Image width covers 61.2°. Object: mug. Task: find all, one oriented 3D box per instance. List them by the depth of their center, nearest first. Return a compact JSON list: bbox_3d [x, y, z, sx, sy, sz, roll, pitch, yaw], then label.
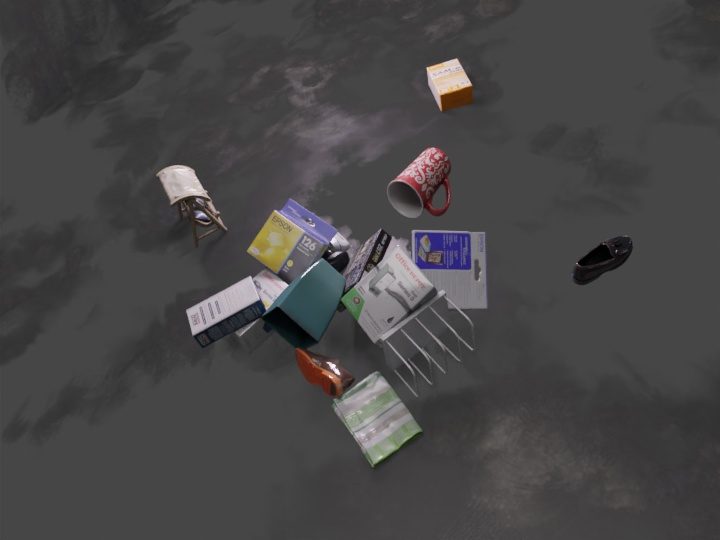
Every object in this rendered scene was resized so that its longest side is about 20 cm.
[{"bbox_3d":[0.200,-0.261,1.882,0.201,0.179,0.132,-49,17,-32],"label":"mug"}]

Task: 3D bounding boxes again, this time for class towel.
[{"bbox_3d":[0.036,0.343,1.431,0.147,0.031,0.200,-32,48,-11],"label":"towel"}]

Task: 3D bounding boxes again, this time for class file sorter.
[{"bbox_3d":[0.169,0.181,1.462,0.198,0.140,0.124,-35,51,-16],"label":"file sorter"}]

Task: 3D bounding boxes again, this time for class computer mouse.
[{"bbox_3d":[-0.105,0.019,1.736,0.200,0.059,0.034,-45,49,-10],"label":"computer mouse"}]

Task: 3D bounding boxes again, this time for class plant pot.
[{"bbox_3d":[-0.135,0.079,1.603,0.202,0.141,0.141,-56,13,-29],"label":"plant pot"}]

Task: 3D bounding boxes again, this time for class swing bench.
[{"bbox_3d":[-0.556,-0.226,2.005,0.128,0.203,0.200,-29,47,-11],"label":"swing bench"}]

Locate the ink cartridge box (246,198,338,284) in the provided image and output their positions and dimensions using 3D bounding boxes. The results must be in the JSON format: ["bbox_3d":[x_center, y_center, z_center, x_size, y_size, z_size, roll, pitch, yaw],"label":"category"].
[{"bbox_3d":[-0.195,-0.082,1.731,0.195,0.047,0.203,32,88,23],"label":"ink cartridge box"}]

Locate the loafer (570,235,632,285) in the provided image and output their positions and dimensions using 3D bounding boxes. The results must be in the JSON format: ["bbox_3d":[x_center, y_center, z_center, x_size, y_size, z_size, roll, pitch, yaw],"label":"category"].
[{"bbox_3d":[0.626,-0.036,1.565,0.197,0.064,0.072,-33,48,-13],"label":"loafer"}]

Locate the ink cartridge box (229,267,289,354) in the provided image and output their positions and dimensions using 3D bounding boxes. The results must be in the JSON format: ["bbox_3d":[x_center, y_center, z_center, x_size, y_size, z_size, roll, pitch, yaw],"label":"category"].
[{"bbox_3d":[-0.285,0.108,1.701,0.199,0.089,0.144,-39,49,-19],"label":"ink cartridge box"}]

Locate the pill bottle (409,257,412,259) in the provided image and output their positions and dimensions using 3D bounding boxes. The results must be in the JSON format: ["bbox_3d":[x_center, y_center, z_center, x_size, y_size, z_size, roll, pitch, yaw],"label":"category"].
[{"bbox_3d":[0.147,0.019,1.634,0.195,0.108,0.108,-15,46,2],"label":"pill bottle"}]

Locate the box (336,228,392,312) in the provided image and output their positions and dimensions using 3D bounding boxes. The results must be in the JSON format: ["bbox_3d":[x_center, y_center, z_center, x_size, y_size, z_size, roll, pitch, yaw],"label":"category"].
[{"bbox_3d":[0.000,0.000,1.671,0.161,0.049,0.203,-36,24,50],"label":"box"}]

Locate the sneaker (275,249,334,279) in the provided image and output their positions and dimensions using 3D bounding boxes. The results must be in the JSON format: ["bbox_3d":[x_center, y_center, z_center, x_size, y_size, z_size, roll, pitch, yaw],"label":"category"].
[{"bbox_3d":[-0.168,-0.021,1.773,0.194,0.081,0.076,-13,73,10],"label":"sneaker"}]

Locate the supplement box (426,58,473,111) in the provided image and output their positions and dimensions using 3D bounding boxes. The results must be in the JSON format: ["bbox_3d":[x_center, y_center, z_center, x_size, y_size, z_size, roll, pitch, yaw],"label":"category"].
[{"bbox_3d":[0.326,-0.681,2.227,0.123,0.074,0.203,-16,46,2],"label":"supplement box"}]

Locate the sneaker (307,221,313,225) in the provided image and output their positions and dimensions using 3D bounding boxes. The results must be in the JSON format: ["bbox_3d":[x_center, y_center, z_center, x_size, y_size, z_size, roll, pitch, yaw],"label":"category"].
[{"bbox_3d":[-0.215,-0.087,1.865,0.196,0.082,0.071,-14,6,34],"label":"sneaker"}]

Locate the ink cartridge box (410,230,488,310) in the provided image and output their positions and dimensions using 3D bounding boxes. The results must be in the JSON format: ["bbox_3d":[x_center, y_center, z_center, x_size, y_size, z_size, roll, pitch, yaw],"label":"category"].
[{"bbox_3d":[0.226,0.001,1.562,0.194,0.043,0.204,1,82,-3],"label":"ink cartridge box"}]

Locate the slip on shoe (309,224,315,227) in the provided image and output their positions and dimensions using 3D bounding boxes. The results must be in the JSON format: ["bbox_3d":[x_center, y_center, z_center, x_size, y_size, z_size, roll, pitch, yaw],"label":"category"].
[{"bbox_3d":[-0.190,-0.081,1.792,0.194,0.061,0.078,-9,54,10],"label":"slip on shoe"}]

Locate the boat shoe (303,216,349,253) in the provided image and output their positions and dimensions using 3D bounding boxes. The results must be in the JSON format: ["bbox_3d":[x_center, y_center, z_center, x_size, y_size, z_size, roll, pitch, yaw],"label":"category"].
[{"bbox_3d":[-0.105,-0.104,1.860,0.065,0.075,0.200,-14,44,-32],"label":"boat shoe"}]

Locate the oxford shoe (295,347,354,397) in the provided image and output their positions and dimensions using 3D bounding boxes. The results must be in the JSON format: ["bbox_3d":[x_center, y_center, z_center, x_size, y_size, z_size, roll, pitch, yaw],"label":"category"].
[{"bbox_3d":[-0.094,0.249,1.541,0.072,0.073,0.198,-22,38,-35],"label":"oxford shoe"}]

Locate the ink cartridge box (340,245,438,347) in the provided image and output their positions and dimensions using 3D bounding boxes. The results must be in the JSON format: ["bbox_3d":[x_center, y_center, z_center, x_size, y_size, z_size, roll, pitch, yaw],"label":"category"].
[{"bbox_3d":[0.073,0.063,1.493,0.200,0.084,0.147,-43,68,3],"label":"ink cartridge box"}]

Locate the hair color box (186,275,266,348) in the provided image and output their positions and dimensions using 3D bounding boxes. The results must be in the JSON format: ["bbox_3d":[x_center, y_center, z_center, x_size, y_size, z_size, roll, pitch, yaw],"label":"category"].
[{"bbox_3d":[-0.357,0.110,1.623,0.196,0.061,0.101,-28,47,-5],"label":"hair color box"}]
